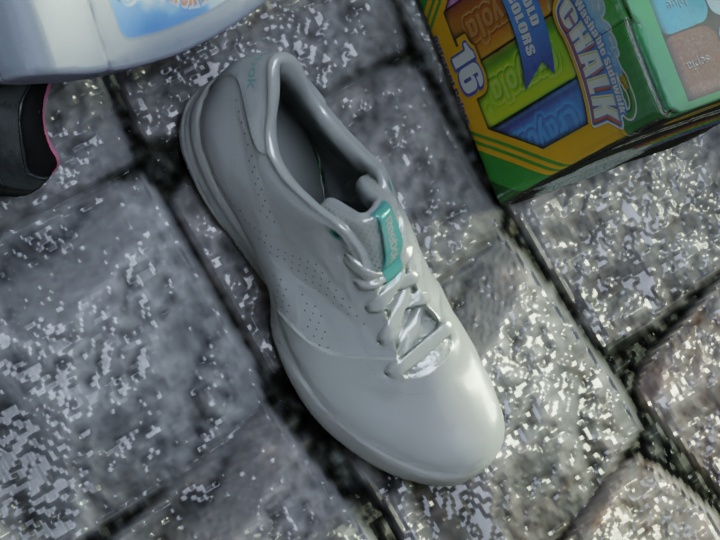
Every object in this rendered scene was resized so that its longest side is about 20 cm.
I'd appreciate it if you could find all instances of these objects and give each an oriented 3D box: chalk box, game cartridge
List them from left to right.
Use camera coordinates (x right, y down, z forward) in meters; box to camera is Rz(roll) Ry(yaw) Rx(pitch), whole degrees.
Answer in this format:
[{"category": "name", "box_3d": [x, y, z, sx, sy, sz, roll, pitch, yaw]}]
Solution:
[{"category": "game cartridge", "box_3d": [-0.093, -0.152, 1.044, 0.200, 0.040, 0.134, -34, 115, -47]}, {"category": "chalk box", "box_3d": [0.128, -0.123, 1.092, 0.124, 0.200, 0.124, -20, 86, -27]}]

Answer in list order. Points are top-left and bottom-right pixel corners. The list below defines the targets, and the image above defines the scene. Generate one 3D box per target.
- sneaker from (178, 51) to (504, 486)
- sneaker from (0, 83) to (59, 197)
[{"category": "sneaker", "box_3d": [0.000, 0.000, 1.067, 0.075, 0.088, 0.200, -37, 94, -28]}, {"category": "sneaker", "box_3d": [-0.147, -0.120, 1.049, 0.095, 0.079, 0.201, 17, 73, -36]}]
